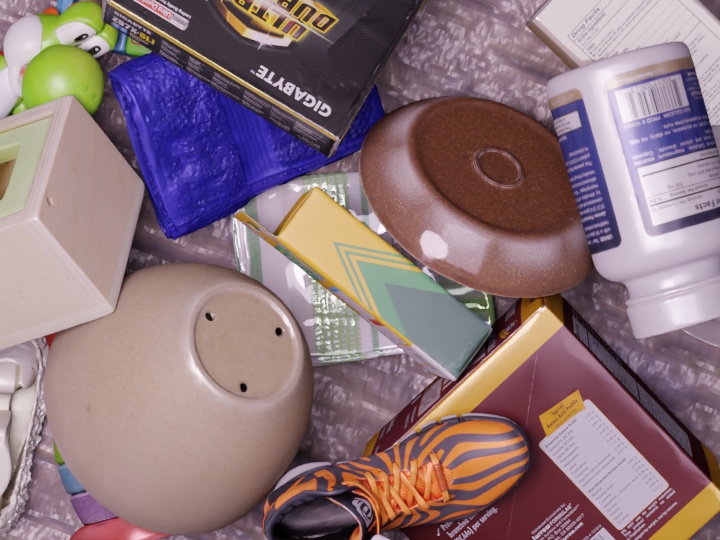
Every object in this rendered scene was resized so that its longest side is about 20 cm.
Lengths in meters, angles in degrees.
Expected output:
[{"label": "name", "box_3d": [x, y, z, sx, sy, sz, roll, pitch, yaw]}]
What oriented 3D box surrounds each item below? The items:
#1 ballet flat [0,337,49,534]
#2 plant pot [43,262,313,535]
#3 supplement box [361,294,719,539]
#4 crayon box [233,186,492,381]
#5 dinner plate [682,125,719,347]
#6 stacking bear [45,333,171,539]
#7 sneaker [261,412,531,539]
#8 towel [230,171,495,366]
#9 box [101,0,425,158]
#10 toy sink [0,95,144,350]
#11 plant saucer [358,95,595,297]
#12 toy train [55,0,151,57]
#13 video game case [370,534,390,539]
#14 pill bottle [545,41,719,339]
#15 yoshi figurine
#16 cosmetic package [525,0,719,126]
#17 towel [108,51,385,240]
[{"label": "ballet flat", "box_3d": [-0.271, 0.108, 1.740, 0.071, 0.072, 0.202, 5, 90, -3]}, {"label": "plant pot", "box_3d": [-0.112, 0.075, 1.636, 0.199, 0.134, 0.202, 13, 61, -26]}, {"label": "supplement box", "box_3d": [0.135, 0.151, 1.711, 0.197, 0.133, 0.200, -43, 93, 9]}, {"label": "crayon box", "box_3d": [0.000, 0.000, 1.693, 0.200, 0.126, 0.052, 38, 86, -4]}, {"label": "dinner plate", "box_3d": [0.294, -0.018, 1.726, 0.199, 0.024, 0.201, 10, 125, 15]}, {"label": "stacking bear", "box_3d": [-0.187, 0.108, 1.725, 0.121, 0.114, 0.201, -14, 86, -10]}, {"label": "sneaker", "box_3d": [0.025, 0.163, 1.597, 0.199, 0.112, 0.078, -20, 96, 8]}, {"label": "towel", "box_3d": [0.002, -0.004, 1.767, 0.198, 0.031, 0.150, -6, 92, -3]}, {"label": "box", "box_3d": [-0.064, -0.202, 1.656, 0.199, 0.049, 0.160, 32, 72, -1]}, {"label": "toy sink", "box_3d": [-0.276, -0.025, 1.653, 0.199, 0.131, 0.112, -17, 131, 26]}, {"label": "plant saucer", "box_3d": [0.098, -0.067, 1.700, 0.199, 0.201, 0.037, 25, 132, -3]}, {"label": "toy train", "box_3d": [-0.161, -0.258, 1.734, 0.115, 0.085, 0.202, 11, 91, 10]}, {"label": "video game case", "box_3d": [0.046, 0.291, 1.597, 0.181, 0.023, 0.200, 27, 127, -7]}, {"label": "pill bottle", "box_3d": [0.213, -0.057, 1.660, 0.110, 0.111, 0.201, -15, 89, -2]}, {"label": "yoshi figurine", "box_3d": [-0.267, -0.125, 1.688, 0.199, 0.112, 0.113, -29, 85, 16]}, {"label": "cosmetic package", "box_3d": [0.233, -0.160, 1.752, 0.200, 0.071, 0.105, 45, 91, -3]}, {"label": "towel", "box_3d": [-0.078, -0.121, 1.707, 0.199, 0.050, 0.148, -27, 122, -15]}]
